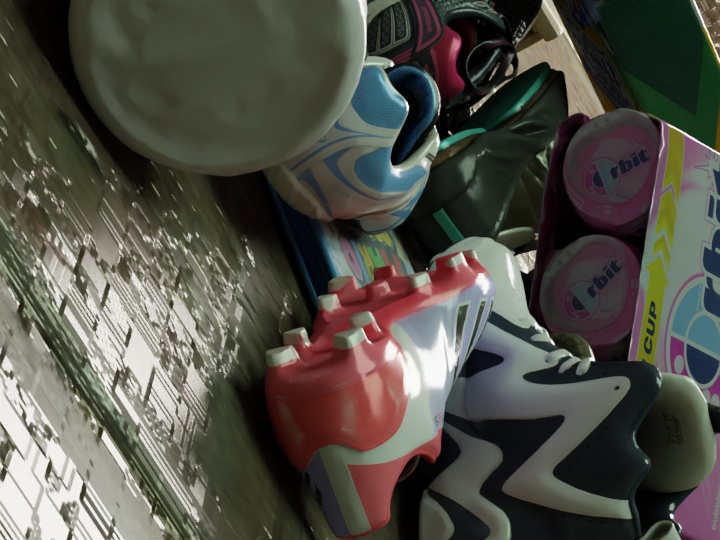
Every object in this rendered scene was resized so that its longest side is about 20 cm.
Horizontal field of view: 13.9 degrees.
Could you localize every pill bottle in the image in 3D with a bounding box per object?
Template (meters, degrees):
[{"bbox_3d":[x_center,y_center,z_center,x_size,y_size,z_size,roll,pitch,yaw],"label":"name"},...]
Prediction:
[{"bbox_3d":[-0.054,-0.127,1.149,0.113,0.112,0.200,57,13,-24],"label":"pill bottle"}]

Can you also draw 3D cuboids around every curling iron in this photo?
[{"bbox_3d":[0.040,-0.061,1.572,0.200,0.025,0.050,-68,167,-69],"label":"curling iron"}]

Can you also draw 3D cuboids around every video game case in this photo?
[{"bbox_3d":[0.000,0.000,1.316,0.143,0.018,0.201,38,28,-63],"label":"video game case"}]

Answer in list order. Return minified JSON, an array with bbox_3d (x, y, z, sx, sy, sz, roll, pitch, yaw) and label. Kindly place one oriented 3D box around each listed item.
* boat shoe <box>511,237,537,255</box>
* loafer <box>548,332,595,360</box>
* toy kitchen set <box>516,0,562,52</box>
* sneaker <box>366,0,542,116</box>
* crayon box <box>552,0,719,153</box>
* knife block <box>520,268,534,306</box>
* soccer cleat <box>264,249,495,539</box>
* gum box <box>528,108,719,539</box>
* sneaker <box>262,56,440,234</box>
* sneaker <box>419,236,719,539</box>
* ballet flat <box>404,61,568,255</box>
[{"bbox_3d":[0.084,-0.046,1.602,0.201,0.063,0.074,-53,152,-76],"label":"boat shoe"},{"bbox_3d":[0.096,0.116,1.293,0.067,0.076,0.201,51,29,-40],"label":"loafer"},{"bbox_3d":[0.087,-0.175,1.692,0.181,0.163,0.200,55,15,-32],"label":"toy kitchen set"},{"bbox_3d":[0.051,-0.116,1.501,0.200,0.074,0.081,-39,124,-58],"label":"sneaker"},{"bbox_3d":[0.160,-0.093,1.561,0.200,0.051,0.126,61,-1,-30],"label":"crayon box"},{"bbox_3d":[0.150,0.009,1.566,0.176,0.199,0.064,109,-40,-65],"label":"knife block"},{"bbox_3d":[0.012,0.044,1.165,0.200,0.066,0.077,-38,115,-71],"label":"soccer cleat"},{"bbox_3d":[0.138,0.028,1.438,0.113,0.066,0.201,26,70,-50],"label":"gum box"},{"bbox_3d":[0.009,-0.058,1.270,0.072,0.072,0.200,61,11,2],"label":"sneaker"},{"bbox_3d":[0.094,0.056,1.241,0.200,0.129,0.080,-85,154,-48],"label":"sneaker"},{"bbox_3d":[0.067,-0.046,1.462,0.069,0.068,0.200,57,28,-3],"label":"ballet flat"}]
